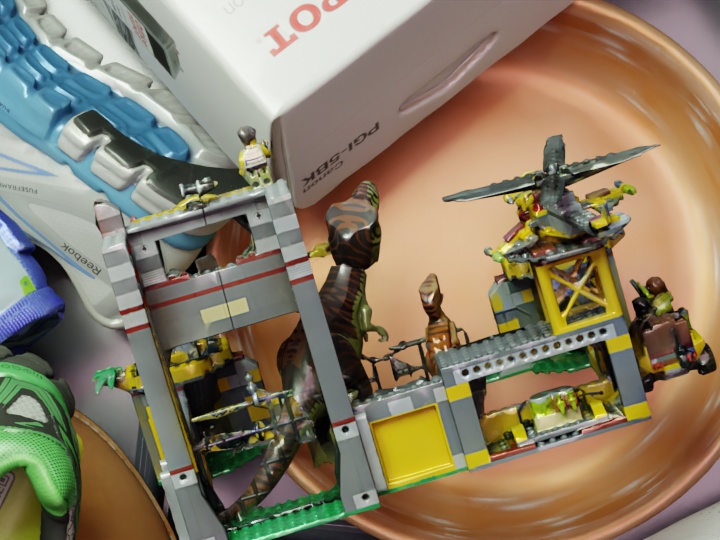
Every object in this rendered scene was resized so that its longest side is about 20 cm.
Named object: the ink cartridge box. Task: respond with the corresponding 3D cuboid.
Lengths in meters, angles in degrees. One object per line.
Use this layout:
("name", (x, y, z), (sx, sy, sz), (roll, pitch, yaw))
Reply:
("ink cartridge box", (-0.034, -0.144, 0.870), (0.147, 0.083, 0.200), (-39, 74, -12))

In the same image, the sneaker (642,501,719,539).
("sneaker", (0.143, 0.098, 0.867), (0.199, 0.088, 0.075), (-26, 83, -2))

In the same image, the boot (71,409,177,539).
("boot", (-0.075, 0.131, 0.830), (0.076, 0.155, 0.201), (-11, 84, -13))

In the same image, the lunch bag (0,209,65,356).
("lunch bag", (-0.221, 0.006, 0.866), (0.200, 0.127, 0.170), (-39, 85, 7))

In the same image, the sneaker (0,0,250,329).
("sneaker", (-0.134, -0.054, 0.901), (0.200, 0.075, 0.087), (42, 122, 17))

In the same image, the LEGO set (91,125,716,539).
("LEGO set", (0.000, 0.000, 0.812), (0.199, 0.154, 0.116), (-15, 101, 7))

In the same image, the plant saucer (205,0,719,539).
("plant saucer", (0.046, 0.001, 0.905), (0.199, 0.037, 0.201), (0, 84, 1))

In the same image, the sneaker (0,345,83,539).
("sneaker", (-0.139, 0.124, 0.784), (0.078, 0.085, 0.201), (16, 99, -13))
